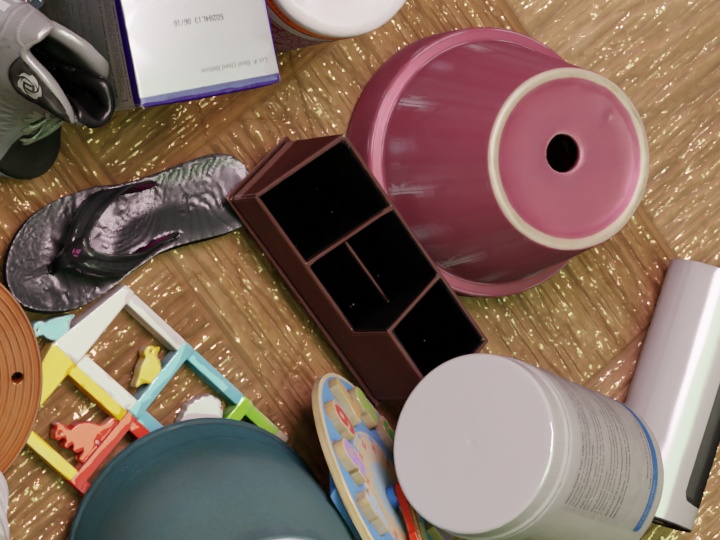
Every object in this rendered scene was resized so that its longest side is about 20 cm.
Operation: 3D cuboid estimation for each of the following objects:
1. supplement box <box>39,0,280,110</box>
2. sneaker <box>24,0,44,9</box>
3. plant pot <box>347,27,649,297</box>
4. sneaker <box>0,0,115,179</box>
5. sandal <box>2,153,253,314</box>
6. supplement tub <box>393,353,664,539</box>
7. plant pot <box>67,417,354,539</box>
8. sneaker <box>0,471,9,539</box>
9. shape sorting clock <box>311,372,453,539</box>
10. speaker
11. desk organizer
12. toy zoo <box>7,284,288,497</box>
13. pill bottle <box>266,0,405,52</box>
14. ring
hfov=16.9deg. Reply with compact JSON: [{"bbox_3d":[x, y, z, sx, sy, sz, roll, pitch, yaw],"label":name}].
[{"bbox_3d":[-0.142,-0.161,1.635,0.101,0.200,0.104,-12,94,-23],"label":"supplement box"},{"bbox_3d":[-0.253,-0.262,1.647,0.077,0.086,0.201,-6,85,-30],"label":"sneaker"},{"bbox_3d":[0.111,-0.078,1.754,0.199,0.179,0.201,-1,92,-23],"label":"plant pot"},{"bbox_3d":[-0.209,-0.106,1.603,0.115,0.200,0.075,26,67,22],"label":"sneaker"},{"bbox_3d":[-0.161,-0.034,1.702,0.200,0.048,0.076,-27,87,-24],"label":"sandal"},{"bbox_3d":[0.125,0.139,1.745,0.200,0.132,0.133,25,79,-58],"label":"supplement tub"},{"bbox_3d":[-0.082,0.218,1.649,0.199,0.188,0.201,-4,101,-20],"label":"plant pot"},{"bbox_3d":[-0.314,0.143,1.594,0.199,0.099,0.078,17,104,-26],"label":"sneaker"},{"bbox_3d":[0.022,0.162,1.721,0.039,0.200,0.201,-25,102,10],"label":"shape sorting clock"},{"bbox_3d":[0.246,0.094,1.867,0.081,0.081,0.201,22,82,-22],"label":"speaker"},{"bbox_3d":[0.000,0.000,1.745,0.072,0.077,0.200,-47,114,-27],"label":"desk organizer"},{"bbox_3d":[-0.162,0.104,1.727,0.200,0.020,0.131,43,75,-18],"label":"toy zoo"},{"bbox_3d":[-0.049,-0.210,1.672,0.114,0.200,0.115,0,90,-23],"label":"pill bottle"},{"bbox_3d":[-0.313,0.079,1.639,0.200,0.019,0.201,-7,110,-20],"label":"ring"}]
